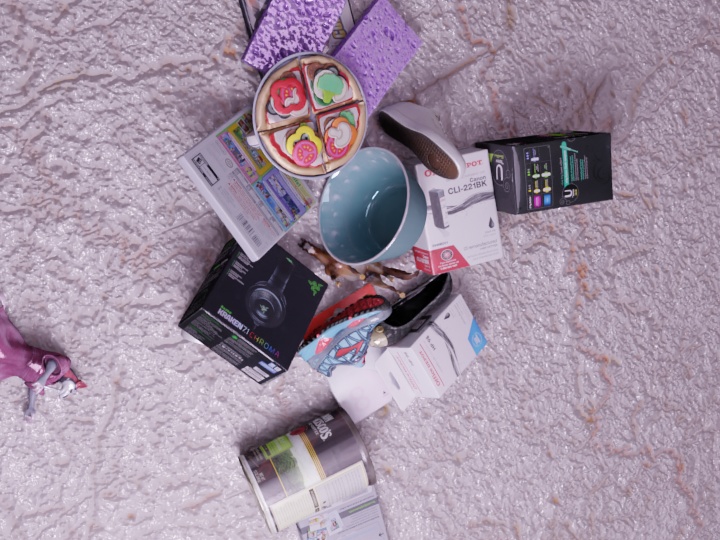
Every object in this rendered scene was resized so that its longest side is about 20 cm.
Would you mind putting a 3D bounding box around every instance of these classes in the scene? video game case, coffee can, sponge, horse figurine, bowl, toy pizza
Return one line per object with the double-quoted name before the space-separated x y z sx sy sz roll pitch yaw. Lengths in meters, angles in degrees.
"video game case" -0.098 -0.407 1.449 0.180 0.025 0.201 -19 105 -15
"coffee can" -0.092 0.345 1.508 0.199 0.146 0.147 -24 106 -14
"sponge" -0.100 -0.404 1.412 0.111 0.030 0.201 25 90 -20
"video game case" -0.177 -0.143 1.411 0.200 0.022 0.182 54 47 -14
"horse figurine" 0.000 0.000 1.510 0.199 0.132 0.050 8 107 -31
"bowl" 0.035 -0.098 1.473 0.105 0.200 0.202 15 94 -46
"toy pizza" -0.074 -0.244 1.383 0.199 0.032 0.201 -5 101 -26
"sponge" 0.015 -0.352 1.464 0.112 0.030 0.200 44 66 -25

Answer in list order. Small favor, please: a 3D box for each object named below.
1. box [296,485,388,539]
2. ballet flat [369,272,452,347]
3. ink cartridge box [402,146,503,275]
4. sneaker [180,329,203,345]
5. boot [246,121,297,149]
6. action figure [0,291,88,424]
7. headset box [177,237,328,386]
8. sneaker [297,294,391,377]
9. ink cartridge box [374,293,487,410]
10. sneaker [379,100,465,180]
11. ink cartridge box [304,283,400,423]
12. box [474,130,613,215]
"box" -0.032 0.485 1.609 0.155 0.041 0.201 -19 103 -15
"ballet flat" 0.083 0.064 1.543 0.200 0.066 0.057 -38 148 -23
"ink cartridge box" 0.162 -0.109 1.557 0.144 0.084 0.201 -14 102 -16
"sneaker" -0.195 0.096 1.471 0.199 0.073 0.085 15 96 -19
"boot" -0.089 -0.214 1.446 0.199 0.073 0.091 -25 110 -27
"action figure" -0.523 0.145 1.371 0.199 0.134 0.150 24 48 -33
"headset box" -0.167 0.050 1.420 0.174 0.093 0.201 39 50 -18
"sneaker" -0.011 0.115 1.484 0.200 0.079 0.096 -34 102 32
"ink cartridge box" 0.128 0.147 1.559 0.200 0.067 0.116 -43 112 -32
"sneaker" 0.122 -0.231 1.469 0.084 0.200 0.073 -29 146 -23
"ink cartridge box" 0.003 0.151 1.564 0.162 0.057 0.201 -31 112 -12
"box" 0.328 -0.179 1.569 0.199 0.148 0.125 -10 103 -17
